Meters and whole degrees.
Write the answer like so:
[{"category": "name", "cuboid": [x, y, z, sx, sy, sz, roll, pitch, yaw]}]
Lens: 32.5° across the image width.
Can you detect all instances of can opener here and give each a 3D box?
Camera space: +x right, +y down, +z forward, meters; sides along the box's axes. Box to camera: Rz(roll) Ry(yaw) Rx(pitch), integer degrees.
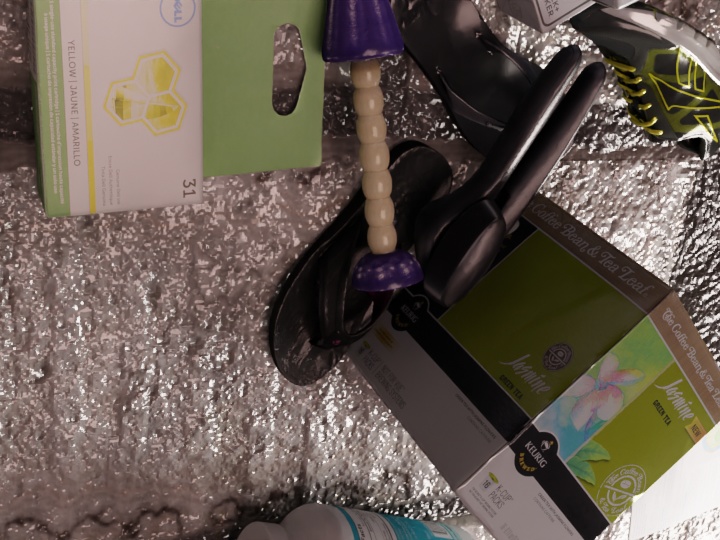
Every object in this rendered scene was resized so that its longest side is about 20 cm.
[{"category": "can opener", "cuboid": [0.106, -0.064, 0.864, 0.063, 0.079, 0.201, 30, 98, -44]}]

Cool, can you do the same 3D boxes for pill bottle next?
[{"category": "pill bottle", "cuboid": [-0.002, 0.246, 0.975, 0.198, 0.111, 0.112, 15, 107, -31]}]

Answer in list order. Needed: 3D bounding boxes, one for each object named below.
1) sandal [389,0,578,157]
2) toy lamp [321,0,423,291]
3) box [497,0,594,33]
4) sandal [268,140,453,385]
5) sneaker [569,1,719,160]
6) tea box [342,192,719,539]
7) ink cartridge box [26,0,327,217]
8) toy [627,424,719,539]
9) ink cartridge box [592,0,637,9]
[{"category": "sandal", "cuboid": [0.087, -0.134, 0.870, 0.199, 0.043, 0.076, 38, 95, -35]}, {"category": "toy lamp", "cuboid": [0.008, -0.090, 0.826, 0.057, 0.058, 0.203, -12, 103, -20]}, {"category": "box", "cuboid": [0.174, -0.265, 0.838, 0.198, 0.060, 0.118, -32, 124, -8]}, {"category": "sandal", "cuboid": [0.000, -0.001, 0.890, 0.075, 0.048, 0.202, 27, 99, -34]}, {"category": "sneaker", "cuboid": [0.225, -0.140, 0.915, 0.198, 0.075, 0.085, 21, 105, -32]}, {"category": "tea box", "cuboid": [0.125, 0.074, 0.897, 0.196, 0.200, 0.134, -42, 125, 0]}, {"category": "ink cartridge box", "cuboid": [-0.107, -0.117, 0.782, 0.197, 0.048, 0.148, -7, 116, -21]}, {"category": "toy", "cuboid": [0.315, 0.162, 1.127, 0.197, 0.047, 0.117, -11, 115, -25]}, {"category": "ink cartridge box", "cuboid": [0.215, -0.290, 0.760, 0.195, 0.043, 0.202, -27, 128, -24]}]
